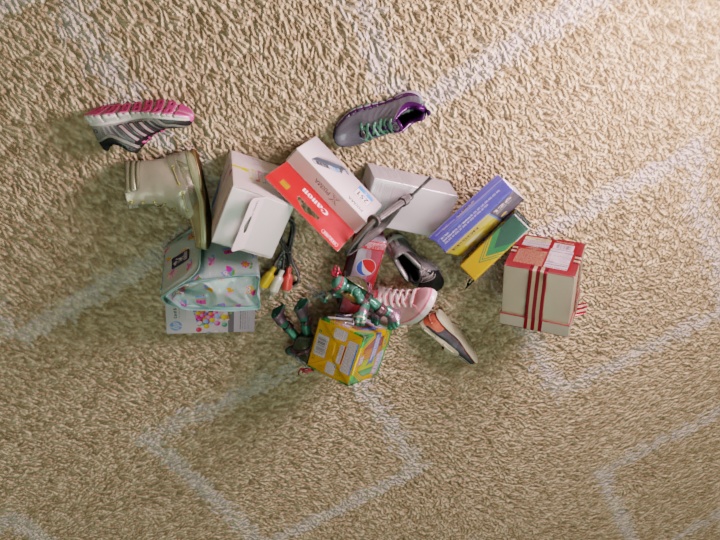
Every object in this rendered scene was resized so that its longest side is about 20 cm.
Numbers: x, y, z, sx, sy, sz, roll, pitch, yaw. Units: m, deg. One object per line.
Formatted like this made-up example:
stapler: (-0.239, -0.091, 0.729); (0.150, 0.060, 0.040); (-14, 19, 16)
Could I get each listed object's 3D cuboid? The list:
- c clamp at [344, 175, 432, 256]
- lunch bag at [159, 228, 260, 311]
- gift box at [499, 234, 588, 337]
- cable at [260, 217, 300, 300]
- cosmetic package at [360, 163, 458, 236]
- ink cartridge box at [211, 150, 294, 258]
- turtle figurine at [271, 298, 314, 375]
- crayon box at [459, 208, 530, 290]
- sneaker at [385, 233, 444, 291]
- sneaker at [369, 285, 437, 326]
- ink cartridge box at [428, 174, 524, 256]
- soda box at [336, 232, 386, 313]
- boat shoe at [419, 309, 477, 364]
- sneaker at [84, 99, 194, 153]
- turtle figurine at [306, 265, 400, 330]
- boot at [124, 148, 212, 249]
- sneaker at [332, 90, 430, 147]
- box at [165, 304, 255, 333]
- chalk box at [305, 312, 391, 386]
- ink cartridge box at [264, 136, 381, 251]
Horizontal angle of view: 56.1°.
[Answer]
c clamp: (0.045, -0.106, 1.347); (0.027, 0.200, 0.171); (46, 134, 4)
lunch bag: (-0.314, -0.003, 1.408); (0.199, 0.171, 0.122); (-3, 133, -11)
gift box: (0.435, 0.036, 1.580); (0.184, 0.200, 0.188); (14, 124, 26)
cable: (-0.164, -0.023, 1.502); (0.097, 0.050, 0.201); (9, 121, -22)
cosmetic package: (0.097, -0.149, 1.463); (0.199, 0.081, 0.113); (11, 119, -20)
ink cartridge box: (-0.216, -0.126, 1.334); (0.125, 0.200, 0.129); (16, 118, -21)
turtle figurine: (-0.124, 0.164, 1.609); (0.149, 0.101, 0.200); (-25, 118, 4)
crayon box: (0.296, -0.050, 1.540); (0.052, 0.126, 0.200); (44, 107, 2)
sneaker: (0.130, 0.010, 1.550); (0.075, 0.116, 0.200); (-42, 121, 15)
sneaker: (0.083, 0.074, 1.568); (0.104, 0.076, 0.200); (33, 147, -20)
ink cartridge box: (0.258, -0.113, 1.474); (0.198, 0.047, 0.200); (-43, 165, 16)
soda box: (0.000, 0.000, 1.542); (0.063, 0.070, 0.201); (9, 121, -15)
boat shoe: (0.227, 0.177, 1.707); (0.062, 0.071, 0.200); (-34, 121, 17)
sneaker: (-0.411, -0.268, 1.279); (0.199, 0.074, 0.088); (-5, 123, -3)
turtle figurine: (-0.011, 0.065, 1.459); (0.200, 0.150, 0.101); (28, 98, -34)
boot: (-0.381, -0.131, 1.343); (0.154, 0.072, 0.201); (-10, 95, -4)
sneaker: (0.039, -0.296, 1.350); (0.199, 0.088, 0.075); (-26, 124, 4)
box: (-0.338, 0.068, 1.529); (0.199, 0.041, 0.157); (1, 122, -12)
chalk box: (-0.014, 0.175, 1.577); (0.200, 0.123, 0.125); (-6, 116, -62)
ink cartridge box: (-0.067, -0.155, 1.323); (0.200, 0.176, 0.045); (46, 125, -5)
